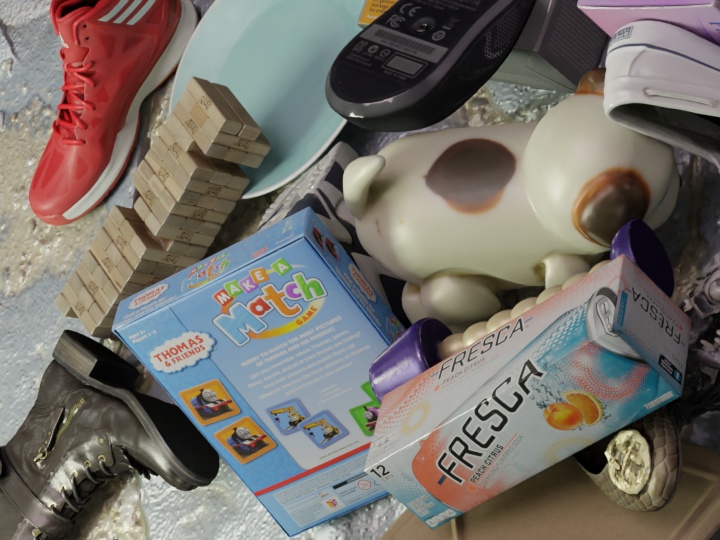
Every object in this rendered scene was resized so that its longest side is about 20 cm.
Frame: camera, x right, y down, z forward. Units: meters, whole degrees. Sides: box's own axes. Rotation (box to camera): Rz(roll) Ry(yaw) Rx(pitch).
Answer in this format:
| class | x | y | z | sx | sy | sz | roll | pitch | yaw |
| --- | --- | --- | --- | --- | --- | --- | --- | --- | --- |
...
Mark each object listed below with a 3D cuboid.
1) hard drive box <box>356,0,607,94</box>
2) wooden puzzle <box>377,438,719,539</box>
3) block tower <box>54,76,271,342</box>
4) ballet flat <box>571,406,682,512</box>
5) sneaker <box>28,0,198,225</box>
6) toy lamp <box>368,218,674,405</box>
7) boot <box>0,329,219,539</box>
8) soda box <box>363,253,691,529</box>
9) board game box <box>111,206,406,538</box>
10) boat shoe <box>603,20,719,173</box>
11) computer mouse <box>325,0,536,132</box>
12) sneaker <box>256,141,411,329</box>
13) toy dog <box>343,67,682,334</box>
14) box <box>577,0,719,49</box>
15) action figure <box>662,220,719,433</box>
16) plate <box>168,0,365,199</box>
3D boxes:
| class | x | y | z | sx | sy | sz | roll | pitch | yaw |
| --- | --- | --- | --- | --- | --- | --- | --- | --- | --- |
| hard drive box | 0.107 | -0.233 | 1.742 | 0.155 | 0.077 | 0.201 | 12 | 77 | 37 |
| wooden puzzle | 0.117 | 0.156 | 1.532 | 0.184 | 0.037 | 0.200 | 18 | 46 | 39 |
| block tower | -0.138 | -0.036 | 1.811 | 0.200 | 0.054 | 0.058 | -56 | 48 | 21 |
| ballet flat | 0.132 | 0.083 | 1.532 | 0.068 | 0.046 | 0.200 | -67 | 29 | 17 |
| sneaker | -0.212 | -0.140 | 1.900 | 0.078 | 0.115 | 0.201 | 23 | 83 | 40 |
| toy lamp | 0.093 | 0.033 | 1.540 | 0.199 | 0.058 | 0.058 | -25 | 57 | 28 |
| boot | -0.197 | 0.154 | 1.800 | 0.200 | 0.069 | 0.175 | 38 | 99 | 44 |
| soda box | 0.095 | 0.073 | 1.485 | 0.200 | 0.064 | 0.069 | -33 | 26 | 34 |
| board game box | -0.039 | 0.069 | 1.635 | 0.151 | 0.200 | 0.037 | -25 | 30 | 23 |
| boat shoe | 0.232 | -0.079 | 1.524 | 0.074 | 0.199 | 0.066 | 125 | 163 | -61 |
| computer mouse | 0.064 | -0.147 | 1.637 | 0.200 | 0.053 | 0.138 | -42 | 44 | -19 |
| sneaker | 0.000 | 0.000 | 1.719 | 0.079 | 0.130 | 0.199 | -42 | 14 | 15 |
| toy dog | 0.107 | -0.054 | 1.595 | 0.199 | 0.194 | 0.140 | -17 | 48 | 36 |
| box | 0.234 | -0.216 | 1.580 | 0.096 | 0.176 | 0.201 | 3 | 72 | 36 |
| action figure | 0.232 | 0.031 | 1.500 | 0.102 | 0.201 | 0.119 | 23 | 39 | 6 |
| plate | -0.058 | -0.140 | 1.841 | 0.199 | 0.026 | 0.201 | -20 | 57 | 34 |
